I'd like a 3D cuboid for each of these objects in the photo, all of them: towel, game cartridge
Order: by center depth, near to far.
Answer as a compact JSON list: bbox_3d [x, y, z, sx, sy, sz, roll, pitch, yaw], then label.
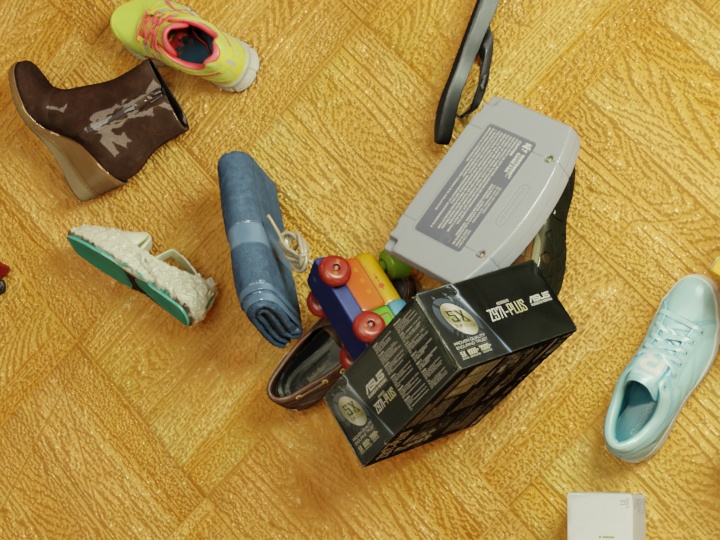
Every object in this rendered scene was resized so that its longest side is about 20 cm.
[{"bbox_3d":[0.127,-0.074,1.555,0.133,0.041,0.200,29,80,44],"label":"game cartridge"},{"bbox_3d":[-0.112,-0.024,1.662,0.048,0.112,0.201,-18,60,11],"label":"towel"}]

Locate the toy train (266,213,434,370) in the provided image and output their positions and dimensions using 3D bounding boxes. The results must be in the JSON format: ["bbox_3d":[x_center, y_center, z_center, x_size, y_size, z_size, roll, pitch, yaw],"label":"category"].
[{"bbox_3d":[0.000,0.000,1.602,0.115,0.085,0.200,-22,68,-24],"label":"toy train"}]

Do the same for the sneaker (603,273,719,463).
[{"bbox_3d":[0.296,0.096,1.511,0.074,0.082,0.201,21,91,23],"label":"sneaker"}]

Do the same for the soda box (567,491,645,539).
[{"bbox_3d":[0.241,0.318,1.513,0.068,0.064,0.201,-2,81,23],"label":"soda box"}]

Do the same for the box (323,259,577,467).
[{"bbox_3d":[0.085,0.091,1.512,0.086,0.163,0.200,59,139,18],"label":"box"}]

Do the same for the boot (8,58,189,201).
[{"bbox_3d":[-0.305,-0.198,1.807,0.166,0.072,0.200,-35,80,16],"label":"boot"}]

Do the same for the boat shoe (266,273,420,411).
[{"bbox_3d":[-0.018,0.075,1.652,0.200,0.070,0.070,-48,65,8],"label":"boat shoe"}]

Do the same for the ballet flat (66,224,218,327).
[{"bbox_3d":[-0.243,-0.005,1.767,0.200,0.072,0.072,32,95,21],"label":"ballet flat"}]

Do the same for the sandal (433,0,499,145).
[{"bbox_3d":[0.125,-0.226,1.638,0.043,0.076,0.201,20,91,-3],"label":"sandal"}]

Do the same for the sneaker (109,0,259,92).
[{"bbox_3d":[-0.213,-0.269,1.769,0.200,0.090,0.078,21,92,25],"label":"sneaker"}]

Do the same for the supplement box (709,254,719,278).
[{"bbox_3d":[0.446,0.010,1.448,0.200,0.109,0.109,33,95,22],"label":"supplement box"}]

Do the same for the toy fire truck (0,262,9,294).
[{"bbox_3d":[-0.501,0.013,1.869,0.141,0.049,0.201,22,92,24],"label":"toy fire truck"}]

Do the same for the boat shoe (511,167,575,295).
[{"bbox_3d":[0.170,-0.035,1.593,0.074,0.076,0.201,4,76,28],"label":"boat shoe"}]
